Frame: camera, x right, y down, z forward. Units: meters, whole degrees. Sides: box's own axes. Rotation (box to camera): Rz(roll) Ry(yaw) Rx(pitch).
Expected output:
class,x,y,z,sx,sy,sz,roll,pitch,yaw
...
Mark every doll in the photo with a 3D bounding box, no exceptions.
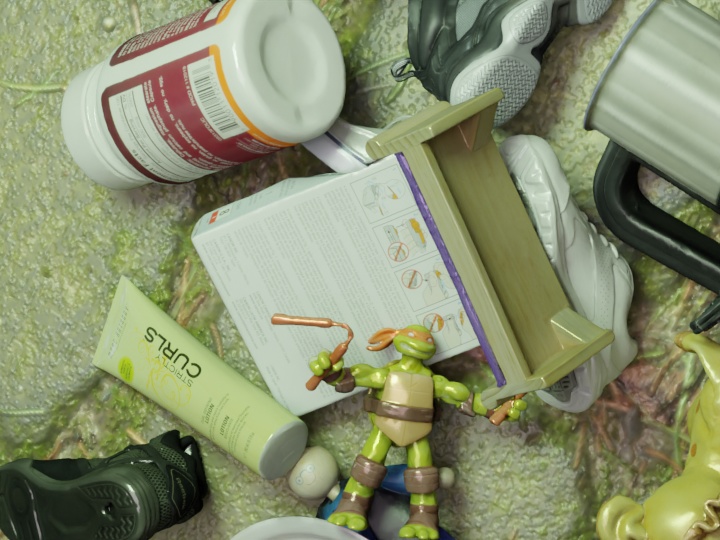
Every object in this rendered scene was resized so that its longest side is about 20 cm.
class,x,y,z,sx,sy,sz,roll,pitch,yaw
doll,0.027,0.199,1.776,0.200,0.048,0.137,40,109,11

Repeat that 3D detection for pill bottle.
class,x,y,z,sx,sy,sz,roll,pitch,yaw
pill bottle,-0.117,-0.126,1.752,0.200,0.114,0.115,-15,86,42

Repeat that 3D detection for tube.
class,x,y,z,sx,sy,sz,roll,pitch,yaw
tube,-0.125,0.085,1.804,0.200,0.052,0.058,35,72,32

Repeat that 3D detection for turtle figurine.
class,x,y,z,sx,sy,sz,roll,pitch,yaw
turtle figurine,0.020,0.105,1.728,0.199,0.064,0.162,10,90,-14

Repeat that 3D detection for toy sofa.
class,x,y,z,sx,sy,sz,roll,pitch,yaw
toy sofa,0.078,-0.013,1.635,0.097,0.083,0.201,-17,100,47

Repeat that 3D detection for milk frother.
class,x,y,z,sx,sy,sz,roll,pitch,yaw
milk frother,0.233,-0.068,1.633,0.188,0.200,0.181,33,104,14

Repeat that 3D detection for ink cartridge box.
class,x,y,z,sx,sy,sz,roll,pitch,yaw
ink cartridge box,0.000,0.000,1.755,0.199,0.050,0.163,-22,109,13

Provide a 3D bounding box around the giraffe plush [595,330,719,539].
class,x,y,z,sx,sy,sz,roll,pitch,yaw
giraffe plush,0.248,0.156,1.610,0.172,0.200,0.162,21,68,34

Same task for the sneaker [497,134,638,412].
class,x,y,z,sx,sy,sz,roll,pitch,yaw
sneaker,0.144,-0.008,1.711,0.078,0.099,0.201,3,115,45

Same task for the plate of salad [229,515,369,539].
class,x,y,z,sx,sy,sz,roll,pitch,yaw
plate of salad,-0.033,0.275,1.774,0.199,0.048,0.201,9,112,24

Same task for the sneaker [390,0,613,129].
class,x,y,z,sx,sy,sz,roll,pitch,yaw
sneaker,0.103,-0.198,1.731,0.114,0.076,0.200,29,76,39

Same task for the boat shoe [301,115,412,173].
class,x,y,z,sx,sy,sz,roll,pitch,yaw
boat shoe,0.050,-0.083,1.752,0.202,0.075,0.086,30,100,11

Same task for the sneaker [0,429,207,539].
class,x,y,z,sx,sy,sz,roll,pitch,yaw
sneaker,-0.192,0.169,1.837,0.199,0.114,0.077,-9,94,44

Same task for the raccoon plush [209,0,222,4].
class,x,y,z,sx,sy,sz,roll,pitch,yaw
raccoon plush,-0.078,-0.260,1.803,0.134,0.097,0.200,-44,110,-1
